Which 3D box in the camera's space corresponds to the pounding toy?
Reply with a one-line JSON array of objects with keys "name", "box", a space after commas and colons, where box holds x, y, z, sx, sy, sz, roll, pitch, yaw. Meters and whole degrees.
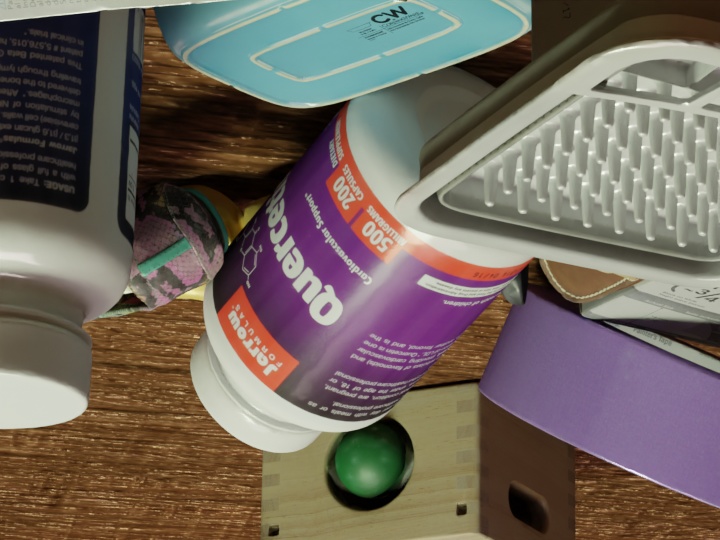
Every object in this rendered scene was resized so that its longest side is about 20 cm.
[{"name": "pounding toy", "box": [0.017, 0.165, 1.830, 0.184, 0.142, 0.200, -9, 158, 26]}]

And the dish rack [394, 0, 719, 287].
[{"name": "dish rack", "box": [0.122, -0.051, 1.040, 0.171, 0.044, 0.200, 10, 157, -24]}]

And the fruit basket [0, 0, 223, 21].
[{"name": "fruit basket", "box": [-0.104, -0.172, 0.910, 0.200, 0.186, 0.094, -3, -161, 21]}]

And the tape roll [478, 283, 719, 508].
[{"name": "tape roll", "box": [0.168, 0.074, 1.547, 0.200, 0.066, 0.200, 22, -175, -2]}]

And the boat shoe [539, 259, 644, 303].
[{"name": "boat shoe", "box": [0.127, -0.035, 1.343, 0.072, 0.076, 0.200, -37, 171, -31]}]

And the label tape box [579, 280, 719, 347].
[{"name": "label tape box", "box": [0.223, -0.017, 1.428, 0.144, 0.063, 0.200, 12, 158, -28]}]

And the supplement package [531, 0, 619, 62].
[{"name": "supplement package", "box": [0.169, -0.096, 1.142, 0.109, 0.114, 0.200, -15, 155, 36]}]

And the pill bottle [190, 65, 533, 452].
[{"name": "pill bottle", "box": [0.000, 0.000, 1.340, 0.112, 0.113, 0.200, 14, 135, -31]}]

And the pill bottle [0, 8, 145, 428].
[{"name": "pill bottle", "box": [-0.149, -0.040, 1.188, 0.111, 0.200, 0.111, 1, 160, 0]}]

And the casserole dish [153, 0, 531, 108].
[{"name": "casserole dish", "box": [-0.002, -0.114, 1.214, 0.200, 0.039, 0.121, -17, 154, 39]}]

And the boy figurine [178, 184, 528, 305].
[{"name": "boy figurine", "box": [-0.013, -0.010, 1.457, 0.200, 0.065, 0.124, -2, 149, 13]}]

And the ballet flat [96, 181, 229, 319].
[{"name": "ballet flat", "box": [-0.130, -0.003, 1.398, 0.071, 0.069, 0.200, -30, -171, -23]}]
